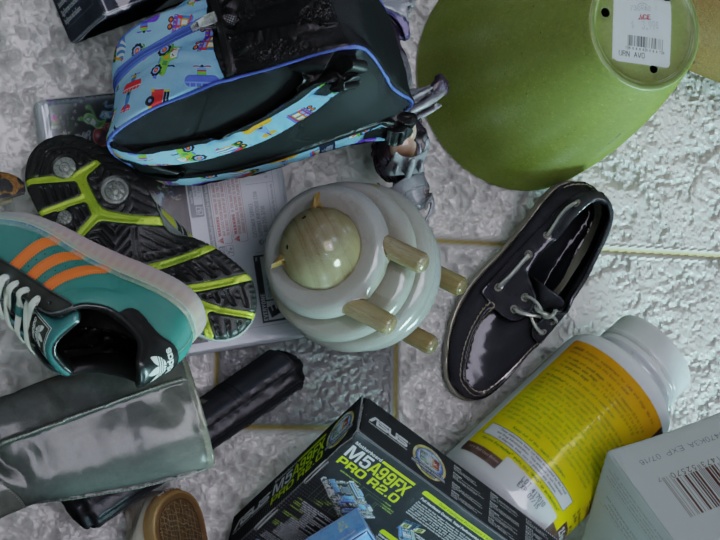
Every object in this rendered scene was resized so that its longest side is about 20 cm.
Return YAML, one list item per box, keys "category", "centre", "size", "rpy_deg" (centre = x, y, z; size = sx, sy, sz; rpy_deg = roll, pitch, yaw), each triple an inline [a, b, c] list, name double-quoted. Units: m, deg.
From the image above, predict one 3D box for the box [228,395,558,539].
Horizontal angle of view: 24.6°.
- category: "box"
  centre: [0.026, 0.206, 1.218]
  size: [0.200, 0.044, 0.160]
  rpy_deg: [37, 118, -15]

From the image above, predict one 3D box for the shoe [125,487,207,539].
- category: "shoe"
  centre: [-0.132, 0.256, 1.204]
  size: [0.070, 0.053, 0.202]
  rpy_deg: [-14, 96, -51]

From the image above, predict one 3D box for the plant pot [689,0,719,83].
- category: "plant pot"
  centre: [0.339, -0.223, 1.372]
  size: [0.198, 0.186, 0.188]
  rpy_deg: [3, 85, -8]

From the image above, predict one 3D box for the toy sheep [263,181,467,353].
- category: "toy sheep"
  centre: [0.000, 0.000, 1.214]
  size: [0.137, 0.200, 0.139]
  rpy_deg: [-5, 73, 18]

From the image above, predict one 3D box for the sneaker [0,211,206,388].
- category: "sneaker"
  centre: [-0.207, 0.020, 1.108]
  size: [0.199, 0.072, 0.080]
  rpy_deg: [17, 37, 15]

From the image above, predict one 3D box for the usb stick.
- category: "usb stick"
  centre: [-0.127, 0.120, 1.209]
  size: [0.199, 0.055, 0.033]
  rpy_deg: [-34, 115, -20]

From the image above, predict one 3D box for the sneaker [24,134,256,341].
- category: "sneaker"
  centre: [-0.161, -0.015, 1.177]
  size: [0.200, 0.076, 0.075]
  rpy_deg: [43, 75, 5]

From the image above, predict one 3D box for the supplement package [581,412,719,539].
- category: "supplement package"
  centre: [0.245, 0.225, 1.263]
  size: [0.116, 0.201, 0.118]
  rpy_deg: [-16, 48, -23]

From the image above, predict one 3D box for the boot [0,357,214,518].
- category: "boot"
  centre: [-0.218, 0.084, 1.143]
  size: [0.199, 0.073, 0.183]
  rpy_deg: [-21, 89, -9]

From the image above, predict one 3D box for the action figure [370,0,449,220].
- category: "action figure"
  centre: [0.027, -0.134, 1.258]
  size: [0.069, 0.130, 0.202]
  rpy_deg: [-10, 79, -20]

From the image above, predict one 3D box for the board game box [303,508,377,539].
- category: "board game box"
  centre: [-0.018, 0.289, 1.197]
  size: [0.151, 0.037, 0.201]
  rpy_deg: [-31, 117, -2]

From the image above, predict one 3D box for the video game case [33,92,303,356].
- category: "video game case"
  centre: [-0.140, -0.036, 1.234]
  size: [0.181, 0.023, 0.202]
  rpy_deg: [-9, 90, -23]

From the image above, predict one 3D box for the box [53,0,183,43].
- category: "box"
  centre: [-0.148, -0.297, 1.199]
  size: [0.196, 0.117, 0.201]
  rpy_deg: [-24, 96, -22]

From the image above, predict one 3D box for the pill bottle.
- category: "pill bottle"
  centre: [0.166, 0.126, 1.298]
  size: [0.200, 0.109, 0.110]
  rpy_deg: [-41, 101, -19]

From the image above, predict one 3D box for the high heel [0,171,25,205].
- category: "high heel"
  centre: [-0.332, -0.104, 1.131]
  size: [0.198, 0.071, 0.144]
  rpy_deg: [-2, 93, -13]

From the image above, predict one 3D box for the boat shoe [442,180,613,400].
- category: "boat shoe"
  centre: [0.133, 0.017, 1.309]
  size: [0.072, 0.063, 0.201]
  rpy_deg: [35, 84, -20]

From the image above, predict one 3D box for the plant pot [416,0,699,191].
- category: "plant pot"
  centre: [0.168, -0.166, 1.272]
  size: [0.186, 0.200, 0.189]
  rpy_deg: [2, 85, -22]

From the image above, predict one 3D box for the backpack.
- category: "backpack"
  centre: [-0.080, -0.140, 1.138]
  size: [0.199, 0.183, 0.136]
  rpy_deg: [-18, 76, 12]
